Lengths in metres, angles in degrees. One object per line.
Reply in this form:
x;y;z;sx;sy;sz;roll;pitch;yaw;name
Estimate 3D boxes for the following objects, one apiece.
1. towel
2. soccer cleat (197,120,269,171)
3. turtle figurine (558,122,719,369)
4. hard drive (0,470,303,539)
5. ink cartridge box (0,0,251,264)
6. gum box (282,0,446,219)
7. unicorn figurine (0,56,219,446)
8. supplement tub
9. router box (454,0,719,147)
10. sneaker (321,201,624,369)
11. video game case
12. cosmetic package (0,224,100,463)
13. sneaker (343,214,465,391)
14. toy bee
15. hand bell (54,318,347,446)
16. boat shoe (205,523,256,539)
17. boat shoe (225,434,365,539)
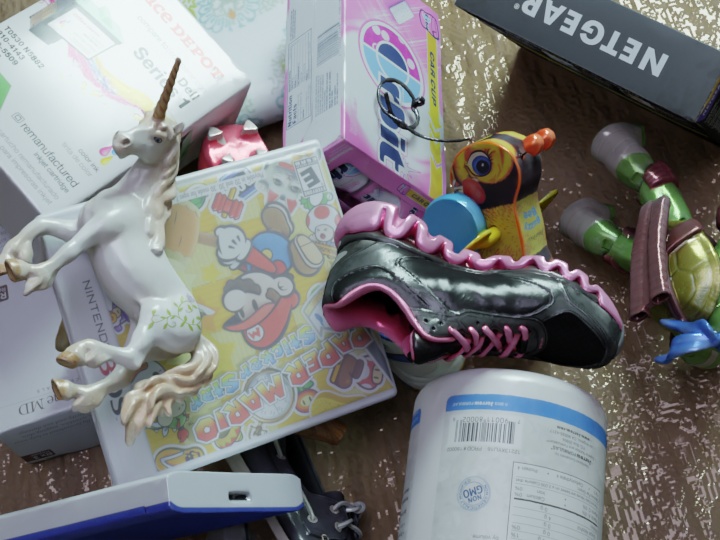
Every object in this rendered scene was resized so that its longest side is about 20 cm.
-0.118;-0.199;1.056;0.170;0.048;0.202;-21;62;3;towel
-0.074;-0.020;0.911;0.066;0.077;0.201;-12;58;-18;soccer cleat
0.242;-0.013;0.854;0.199;0.145;0.194;-29;46;-11;turtle figurine
-0.154;0.160;0.794;0.198;0.131;0.026;-18;72;29;hard drive
-0.202;-0.124;0.919;0.145;0.084;0.200;47;60;5;ink cartridge box
0.004;-0.132;0.943;0.066;0.113;0.202;-26;50;36;gum box
-0.147;-0.008;0.760;0.137;0.202;0.074;-27;16;-29;unicorn figurine
0.086;0.176;0.781;0.130;0.132;0.202;3;65;12;supplement tub
0.185;-0.162;0.914;0.199;0.157;0.053;32;101;22;router box
0.065;0.031;0.784;0.198;0.079;0.096;18;47;10;sneaker
-0.091;0.026;0.815;0.198;0.023;0.184;-17;89;-20;video game case
-0.232;0.032;0.946;0.101;0.074;0.202;-18;61;1;cosmetic package
0.000;0.000;0.910;0.200;0.088;0.075;38;77;26;sneaker
0.093;-0.048;0.860;0.108;0.201;0.131;-20;26;40;toy bee
-0.098;0.063;0.852;0.199;0.104;0.105;32;72;1;hand bell
-0.062;0.249;0.811;0.065;0.072;0.201;6;42;-23;boat shoe
-0.030;0.166;0.842;0.062;0.073;0.200;-35;57;-8;boat shoe
